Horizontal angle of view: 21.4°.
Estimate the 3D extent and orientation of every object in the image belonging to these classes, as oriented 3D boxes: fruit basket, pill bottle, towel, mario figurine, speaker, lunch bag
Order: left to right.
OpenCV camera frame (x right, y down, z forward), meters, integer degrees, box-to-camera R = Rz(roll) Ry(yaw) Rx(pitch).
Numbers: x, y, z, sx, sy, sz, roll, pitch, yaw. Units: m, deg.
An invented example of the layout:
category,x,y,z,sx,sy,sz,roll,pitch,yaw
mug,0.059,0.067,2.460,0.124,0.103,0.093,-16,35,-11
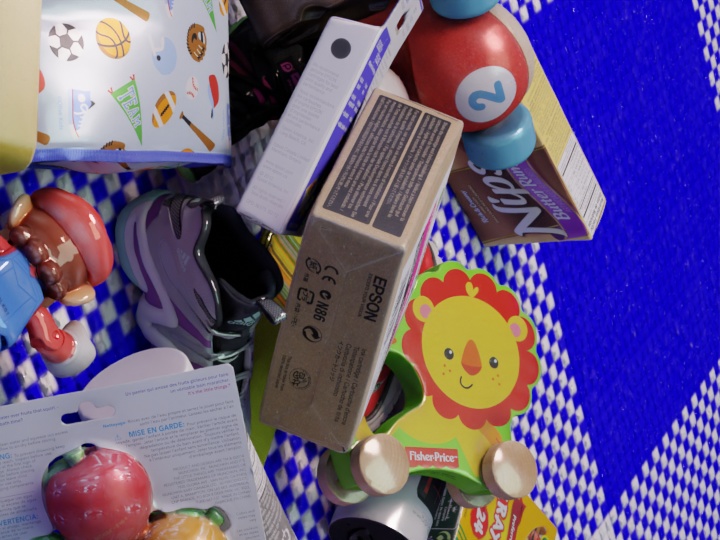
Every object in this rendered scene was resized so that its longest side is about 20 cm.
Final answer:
category,x,y,z,sx,sy,sz,roll,pitch,yaw
mario figurine,-0.231,0.022,1.176,0.200,0.105,0.124,-45,145,-49
lunch bag,-0.178,-0.148,1.226,0.200,0.123,0.172,-7,94,-64
fruit basket,-0.152,0.169,1.203,0.094,0.183,0.202,-119,-162,-82
pill bottle,-0.116,0.156,1.297,0.111,0.110,0.201,-53,129,-45
towel,-0.071,0.060,1.461,0.086,0.018,0.201,48,49,-42
speaker,0.040,0.145,1.569,0.081,0.081,0.201,55,44,-38

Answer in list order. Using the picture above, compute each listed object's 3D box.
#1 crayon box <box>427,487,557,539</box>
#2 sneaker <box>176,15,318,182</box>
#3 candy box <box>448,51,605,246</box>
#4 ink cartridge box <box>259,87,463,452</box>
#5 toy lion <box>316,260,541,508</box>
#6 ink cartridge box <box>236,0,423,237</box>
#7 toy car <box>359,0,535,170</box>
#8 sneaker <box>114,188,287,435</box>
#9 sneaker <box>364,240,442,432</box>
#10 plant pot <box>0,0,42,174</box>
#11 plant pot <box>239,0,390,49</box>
category,x,y,z,sx,sy,sz,roll,pitch,yaw
crayon box,0.116,0.256,1.701,0.200,0.050,0.128,49,48,-44
sneaker,-0.083,-0.139,1.403,0.200,0.083,0.077,-56,131,-43
candy box,0.128,-0.111,1.698,0.201,0.116,0.057,60,42,-35
ink cartridge box,0.000,0.000,1.352,0.165,0.074,0.201,-64,171,-49
toy lion,0.059,0.087,1.501,0.199,0.068,0.194,5,73,-33
ink cartridge box,-0.019,-0.120,1.354,0.201,0.043,0.198,-61,178,1
toy car,0.023,-0.134,1.509,0.200,0.176,0.185,-49,139,-32
sneaker,-0.092,0.042,1.311,0.078,0.139,0.202,-32,111,-37
sneaker,0.009,0.037,1.539,0.085,0.076,0.201,46,49,-38
plant pot,-0.296,-0.154,0.996,0.175,0.199,0.202,8,80,-44
plant pot,-0.039,-0.275,1.343,0.200,0.199,0.200,-23,92,-55
